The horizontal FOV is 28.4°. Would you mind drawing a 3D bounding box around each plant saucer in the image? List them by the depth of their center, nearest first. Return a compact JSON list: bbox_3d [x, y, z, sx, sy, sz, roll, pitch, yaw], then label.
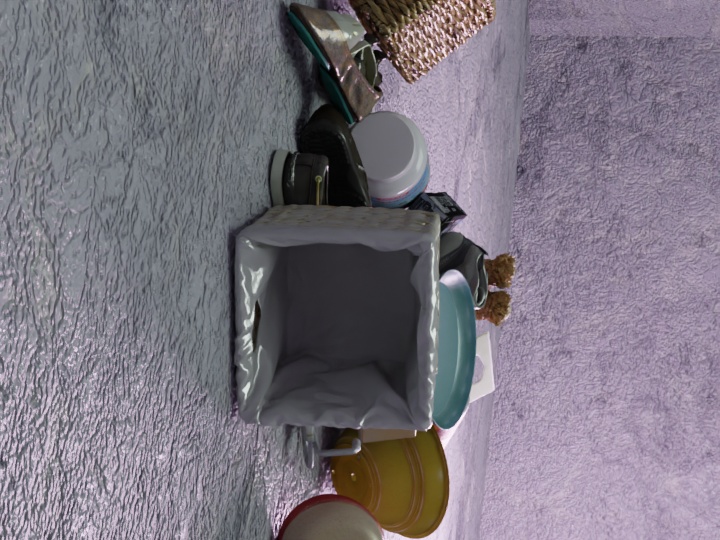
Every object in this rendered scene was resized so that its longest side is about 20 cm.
[{"bbox_3d":[0.102,0.099,1.782,0.200,0.027,0.202,1,90,-67],"label":"plant saucer"}]

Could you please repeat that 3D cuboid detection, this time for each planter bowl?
[{"bbox_3d":[0.019,0.257,1.821,0.083,0.200,0.202,-12,109,-37],"label":"planter bowl"}]

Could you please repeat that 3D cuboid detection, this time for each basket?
[{"bbox_3d":[-0.018,0.042,1.433,0.161,0.199,0.200,-66,156,-75],"label":"basket"},{"bbox_3d":[0.064,-0.346,1.736,0.143,0.149,0.200,53,3,16],"label":"basket"}]

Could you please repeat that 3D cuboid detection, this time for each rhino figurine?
[{"bbox_3d":[-0.006,-0.235,1.740,0.200,0.060,0.088,37,76,-77],"label":"rhino figurine"}]

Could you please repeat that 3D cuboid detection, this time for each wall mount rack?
[{"bbox_3d":[-0.038,0.121,1.646,0.174,0.074,0.201,-111,-161,-65],"label":"wall mount rack"}]

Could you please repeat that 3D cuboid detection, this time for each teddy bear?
[{"bbox_3d":[0.131,0.023,1.955,0.067,0.199,0.146,7,102,-47],"label":"teddy bear"}]

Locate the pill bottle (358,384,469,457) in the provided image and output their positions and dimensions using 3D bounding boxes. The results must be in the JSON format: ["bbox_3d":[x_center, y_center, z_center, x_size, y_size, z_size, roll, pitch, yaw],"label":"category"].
[{"bbox_3d":[0.063,0.218,1.914,0.110,0.109,0.201,-73,-173,-50],"label":"pill bottle"}]

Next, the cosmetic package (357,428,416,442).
[{"bbox_3d":[0.029,0.101,1.637,0.201,0.071,0.106,92,-8,-53],"label":"cosmetic package"}]

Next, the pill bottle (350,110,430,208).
[{"bbox_3d":[0.032,-0.139,1.787,0.200,0.108,0.110,44,49,-83],"label":"pill bottle"}]

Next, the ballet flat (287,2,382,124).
[{"bbox_3d":[-0.023,-0.244,1.580,0.068,0.067,0.200,49,-6,32],"label":"ballet flat"}]

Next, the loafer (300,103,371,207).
[{"bbox_3d":[-0.021,-0.114,1.666,0.201,0.073,0.072,81,15,-47],"label":"loafer"}]

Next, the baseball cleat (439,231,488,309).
[{"bbox_3d":[0.102,0.049,1.898,0.070,0.106,0.201,6,113,-58],"label":"baseball cleat"}]

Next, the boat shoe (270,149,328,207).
[{"bbox_3d":[-0.053,-0.045,1.553,0.202,0.060,0.072,81,16,-44],"label":"boat shoe"}]

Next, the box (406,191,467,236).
[{"bbox_3d":[0.062,-0.037,1.930,0.158,0.050,0.200,-45,174,10],"label":"box"}]

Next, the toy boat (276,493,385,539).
[{"bbox_3d":[-0.041,0.349,1.631,0.131,0.130,0.201,-140,-133,-66],"label":"toy boat"}]

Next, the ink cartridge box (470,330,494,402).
[{"bbox_3d":[0.089,0.158,2.002,0.048,0.199,0.146,52,-17,38],"label":"ink cartridge box"}]
